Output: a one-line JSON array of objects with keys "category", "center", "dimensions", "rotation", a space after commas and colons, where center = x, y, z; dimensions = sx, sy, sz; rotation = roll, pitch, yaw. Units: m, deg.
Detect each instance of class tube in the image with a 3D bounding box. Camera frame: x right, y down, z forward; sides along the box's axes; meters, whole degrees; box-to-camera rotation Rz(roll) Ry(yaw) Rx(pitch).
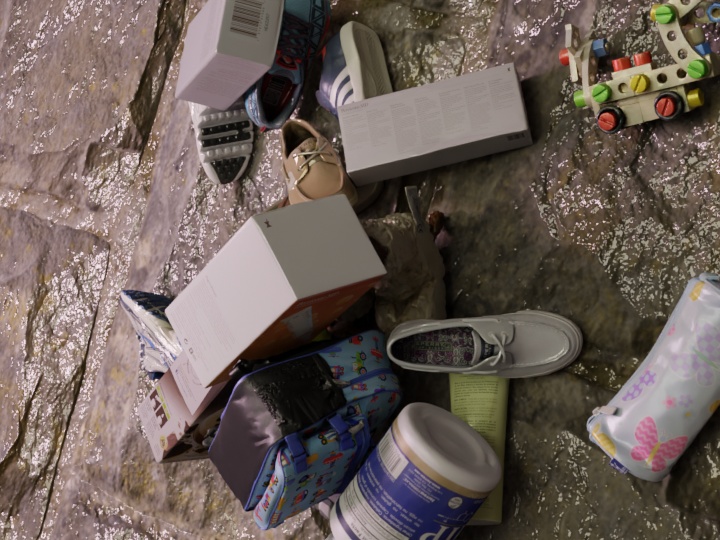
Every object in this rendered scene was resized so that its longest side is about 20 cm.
[{"category": "tube", "center": [0.125, 0.164, 1.544], "dimensions": [0.052, 0.058, 0.200], "rotation": [143, 130, -66]}]

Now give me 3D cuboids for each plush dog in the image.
[{"category": "plush dog", "center": [0.000, 0.000, 1.624], "dimensions": [0.172, 0.200, 0.161], "rotation": [-10, 39, 28]}]

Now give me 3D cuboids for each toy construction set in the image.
[{"category": "toy construction set", "center": [0.279, -0.211, 1.474], "dimensions": [0.200, 0.092, 0.131], "rotation": [-9, 98, 46]}]

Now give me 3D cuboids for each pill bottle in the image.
[{"category": "pill bottle", "center": [0.040, 0.243, 1.481], "dimensions": [0.200, 0.120, 0.120], "rotation": [-56, 52, 20]}]

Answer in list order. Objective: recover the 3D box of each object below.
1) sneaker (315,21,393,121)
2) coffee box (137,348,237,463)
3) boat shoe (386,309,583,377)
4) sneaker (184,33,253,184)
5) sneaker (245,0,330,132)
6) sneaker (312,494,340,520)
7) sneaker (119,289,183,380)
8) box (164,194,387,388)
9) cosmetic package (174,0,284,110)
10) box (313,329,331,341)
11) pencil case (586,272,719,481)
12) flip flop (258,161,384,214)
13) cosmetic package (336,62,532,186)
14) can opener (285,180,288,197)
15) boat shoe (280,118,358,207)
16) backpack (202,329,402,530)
[{"category": "sneaker", "center": [-0.008, -0.188, 1.723], "dimensions": [0.084, 0.075, 0.200], "rotation": [-30, 55, 36]}, {"category": "coffee box", "center": [-0.152, 0.131, 1.667], "dimensions": [0.200, 0.113, 0.080], "rotation": [-50, 54, 39]}, {"category": "boat shoe", "center": [0.124, 0.075, 1.503], "dimensions": [0.200, 0.069, 0.072], "rotation": [5, 97, 11]}, {"category": "sneaker", "center": [-0.185, -0.204, 1.877], "dimensions": [0.081, 0.075, 0.200], "rotation": [151, 112, -69]}, {"category": "sneaker", "center": [-0.081, -0.256, 1.753], "dimensions": [0.096, 0.079, 0.200], "rotation": [-107, 30, -68]}, {"category": "sneaker", "center": [0.014, 0.234, 1.607], "dimensions": [0.200, 0.075, 0.116], "rotation": [41, 101, 27]}, {"category": "sneaker", "center": [-0.251, 0.094, 1.850], "dimensions": [0.200, 0.077, 0.085], "rotation": [40, 109, 39]}, {"category": "box", "center": [-0.088, 0.022, 1.498], "dimensions": [0.200, 0.124, 0.098], "rotation": [-43, 70, 46]}, {"category": "cosmetic package", "center": [-0.156, -0.266, 1.748], "dimensions": [0.200, 0.074, 0.102], "rotation": [157, 124, -70]}, {"category": "box", "center": [-0.102, 0.076, 1.734], "dimensions": [0.122, 0.048, 0.200], "rotation": [-54, 52, 32]}, {"category": "pencil case", "center": [0.299, 0.101, 1.387], "dimensions": [0.091, 0.083, 0.200], "rotation": [38, 104, 16]}, {"category": "flip flop", "center": [-0.060, -0.064, 1.694], "dimensions": [0.200, 0.058, 0.081], "rotation": [-35, 74, -3]}, {"category": "cosmetic package", "center": [0.080, -0.157, 1.604], "dimensions": [0.200, 0.051, 0.083], "rotation": [-12, 72, 11]}, {"category": "can opener", "center": [-0.059, -0.077, 1.757], "dimensions": [0.066, 0.053, 0.200], "rotation": [-6, 75, 3]}, {"category": "boat shoe", "center": [-0.054, -0.114, 1.643], "dimensions": [0.072, 0.065, 0.200], "rotation": [-20, 27, -3]}, {"category": "backpack", "center": [-0.042, 0.156, 1.539], "dimensions": [0.135, 0.200, 0.183], "rotation": [55, 145, 22]}]
